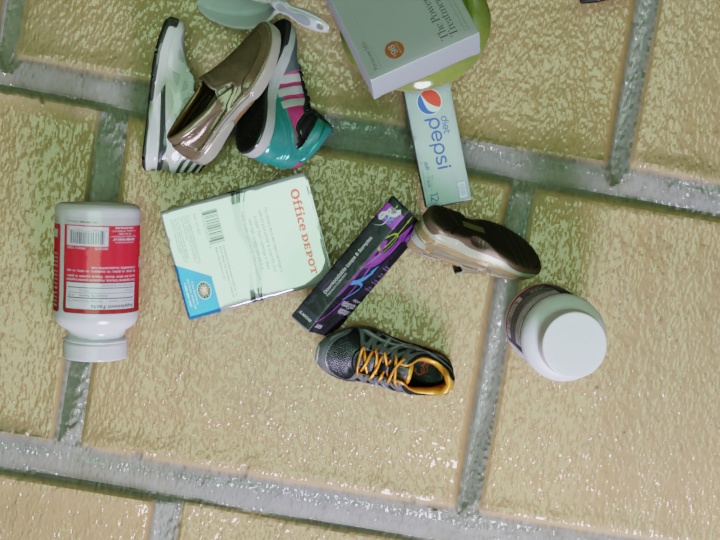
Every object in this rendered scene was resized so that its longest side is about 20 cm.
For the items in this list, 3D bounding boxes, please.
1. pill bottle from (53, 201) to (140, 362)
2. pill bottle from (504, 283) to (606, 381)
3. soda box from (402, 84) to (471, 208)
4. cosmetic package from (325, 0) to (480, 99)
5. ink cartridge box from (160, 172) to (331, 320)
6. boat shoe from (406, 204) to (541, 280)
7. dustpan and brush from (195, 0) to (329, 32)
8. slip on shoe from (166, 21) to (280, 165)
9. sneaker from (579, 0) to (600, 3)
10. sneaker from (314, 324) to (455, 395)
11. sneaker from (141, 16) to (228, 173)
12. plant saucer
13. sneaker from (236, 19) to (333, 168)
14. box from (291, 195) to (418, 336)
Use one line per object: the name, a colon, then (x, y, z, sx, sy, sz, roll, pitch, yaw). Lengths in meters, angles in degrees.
pill bottle: (-0.345, 0.013, 1.598, 0.110, 0.112, 0.203, 2, 95, -2)
pill bottle: (0.254, 0.081, 1.579, 0.109, 0.200, 0.113, 0, 96, -3)
soda box: (0.097, -0.187, 1.617, 0.063, 0.068, 0.203, -11, 94, 2)
cosmetic package: (0.043, -0.334, 1.542, 0.149, 0.052, 0.202, -25, 67, -2)
ink cartridge box: (-0.147, -0.034, 1.614, 0.197, 0.084, 0.148, -14, 95, -1)
boat shoe: (0.148, -0.025, 1.622, 0.198, 0.072, 0.076, 22, 128, -27)
dustpan and brush: (-0.123, -0.354, 1.559, 0.198, 0.057, 0.141, 23, 127, 5)
slip on shoe: (-0.173, -0.231, 1.543, 0.060, 0.076, 0.201, 29, 100, -40)
sneaker: (0.367, -0.428, 1.597, 0.197, 0.084, 0.122, -19, 100, -8)
sneaker: (0.037, 0.123, 1.623, 0.197, 0.077, 0.079, 9, 100, -13)
sneaker: (-0.222, -0.226, 1.611, 0.114, 0.076, 0.203, 6, 102, -11)
plant saucer: (0.069, -0.326, 1.579, 0.197, 0.031, 0.203, -2, 68, 6)
sneaker: (-0.087, -0.218, 1.600, 0.120, 0.083, 0.203, 29, 61, -39)
box: (0.000, 0.000, 1.593, 0.036, 0.143, 0.200, 42, 93, 12)
